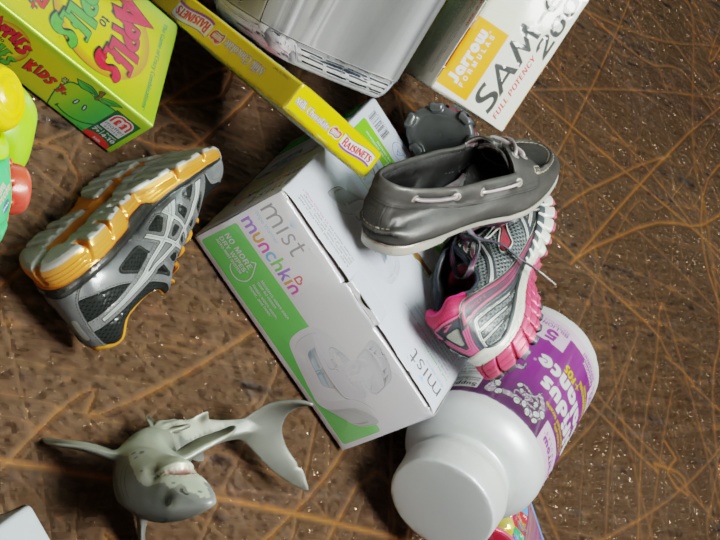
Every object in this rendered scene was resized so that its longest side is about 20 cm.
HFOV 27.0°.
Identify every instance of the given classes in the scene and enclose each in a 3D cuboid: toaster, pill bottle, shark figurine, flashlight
[{"bbox_3d":[-0.015,-0.215,1.128,0.200,0.129,0.114,14,19,-49],"label":"toaster"},{"bbox_3d":[0.102,0.119,1.152,0.112,0.112,0.200,56,40,-13],"label":"pill bottle"},{"bbox_3d":[-0.114,0.135,0.940,0.214,0.128,0.090,-19,111,-73],"label":"shark figurine"},{"bbox_3d":[0.065,-0.112,1.252,0.200,0.068,0.068,-18,87,-83],"label":"flashlight"}]

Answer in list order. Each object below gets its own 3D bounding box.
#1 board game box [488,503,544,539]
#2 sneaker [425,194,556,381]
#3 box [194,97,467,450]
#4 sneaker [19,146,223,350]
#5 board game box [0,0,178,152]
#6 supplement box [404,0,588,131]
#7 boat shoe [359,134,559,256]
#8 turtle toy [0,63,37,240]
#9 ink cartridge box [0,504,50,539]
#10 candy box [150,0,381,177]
[{"bbox_3d":[0.115,0.195,1.218,0.158,0.039,0.200,-3,72,-54],"label":"board game box"},{"bbox_3d":[0.096,-0.015,1.125,0.075,0.081,0.200,34,38,-22],"label":"sneaker"},{"bbox_3d":[0.000,0.000,1.136,0.200,0.097,0.177,56,35,-13],"label":"box"},{"bbox_3d":[-0.147,-0.021,0.982,0.200,0.078,0.077,-49,123,-50],"label":"sneaker"},{"bbox_3d":[-0.216,-0.180,1.001,0.200,0.048,0.102,39,42,-33],"label":"board game box"},{"bbox_3d":[0.096,-0.200,1.237,0.073,0.126,0.200,31,8,-18],"label":"supplement box"},{"bbox_3d":[0.080,-0.068,1.095,0.200,0.067,0.057,-25,134,-38],"label":"boat shoe"},{"bbox_3d":[-0.239,-0.050,0.824,0.200,0.145,0.101,-75,149,-45],"label":"turtle toy"},{"bbox_3d":[-0.193,0.252,0.765,0.200,0.041,0.200,62,34,-6],"label":"ink cartridge box"},{"bbox_3d":[-0.072,-0.142,1.077,0.200,0.026,0.102,42,5,41],"label":"candy box"}]
